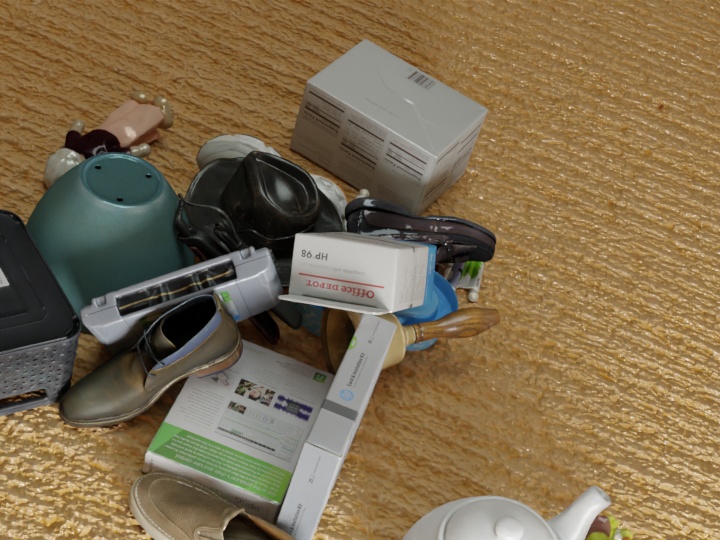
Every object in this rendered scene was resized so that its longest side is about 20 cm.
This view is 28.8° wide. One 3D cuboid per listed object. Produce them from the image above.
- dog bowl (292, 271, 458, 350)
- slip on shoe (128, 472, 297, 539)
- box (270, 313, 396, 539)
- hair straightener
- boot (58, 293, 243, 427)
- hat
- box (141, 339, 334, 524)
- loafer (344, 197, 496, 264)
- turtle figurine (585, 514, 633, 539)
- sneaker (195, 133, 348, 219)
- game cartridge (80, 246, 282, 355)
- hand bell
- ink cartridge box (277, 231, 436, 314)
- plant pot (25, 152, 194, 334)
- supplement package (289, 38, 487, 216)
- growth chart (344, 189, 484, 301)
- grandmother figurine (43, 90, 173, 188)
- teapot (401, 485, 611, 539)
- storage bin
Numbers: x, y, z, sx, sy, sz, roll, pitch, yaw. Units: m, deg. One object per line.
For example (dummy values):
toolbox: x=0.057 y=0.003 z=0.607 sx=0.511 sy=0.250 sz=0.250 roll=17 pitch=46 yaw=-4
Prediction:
dog bowl: x=0.012 y=0.037 z=1.615 sx=0.197 sy=0.050 sz=0.112 roll=9 pitch=40 yaw=-13
slip on shoe: x=-0.128 y=0.242 z=1.311 sx=0.199 sy=0.061 sz=0.076 roll=34 pitch=41 yaw=17
box: x=-0.026 y=0.160 z=1.374 sx=0.041 sy=0.157 sz=0.201 roll=23 pitch=40 yaw=4
hair straightener: x=-0.126 y=-0.011 z=1.516 sx=0.201 sy=0.076 sz=0.041 roll=51 pitch=25 yaw=-18
boot: x=-0.214 y=0.083 z=1.390 sx=0.198 sy=0.097 sz=0.075 roll=-26 pitch=62 yaw=-13
hat: x=-0.103 y=-0.081 z=1.593 sx=0.198 sy=0.081 sz=0.202 roll=9 pitch=47 yaw=-10
box: x=-0.121 y=0.155 z=1.437 sx=0.143 sy=0.037 sz=0.201 roll=21 pitch=38 yaw=3
loafer: x=0.071 y=-0.031 z=1.670 sx=0.198 sy=0.072 sz=0.064 roll=14 pitch=59 yaw=-21
turtle figurine: x=0.250 y=0.319 z=1.340 sx=0.064 sy=0.202 sz=0.162 roll=-21 pitch=21 yaw=0
sneaker: x=-0.116 y=-0.094 z=1.699 sx=0.198 sy=0.076 sz=0.092 roll=24 pitch=44 yaw=7
game cartridge: x=-0.178 y=0.035 z=1.443 sx=0.197 sy=0.133 sz=0.041 roll=-18 pitch=76 yaw=-2
hand bell: x=0.066 y=0.066 z=1.538 sx=0.198 sy=0.105 sz=0.105 roll=-11 pitch=48 yaw=-24
ink cartridge box: x=0.000 y=0.000 z=1.468 sx=0.114 sy=0.068 sz=0.200 roll=9 pitch=5 yaw=17
plant pot: x=-0.269 y=-0.048 z=1.530 sx=0.197 sy=0.136 sz=0.201 roll=12 pitch=39 yaw=-10
supplement package: x=0.037 y=-0.185 z=1.833 sx=0.199 sy=0.112 sz=0.156 roll=32 pitch=41 yaw=14
growth chart: x=0.066 y=-0.028 z=1.723 sx=0.198 sy=0.018 sz=0.146 roll=22 pitch=40 yaw=-10
grandmother figurine: x=-0.308 y=-0.151 z=1.701 sx=0.120 sy=0.061 sz=0.200 roll=8 pitch=34 yaw=32
teapot: x=0.116 y=0.281 z=1.290 sx=0.195 sy=0.147 sz=0.201 roll=16 pitch=43 yaw=3
storage bin: x=-0.380 y=0.042 z=1.415 sx=0.134 sy=0.094 sz=0.201 roll=-13 pitch=50 yaw=-33
